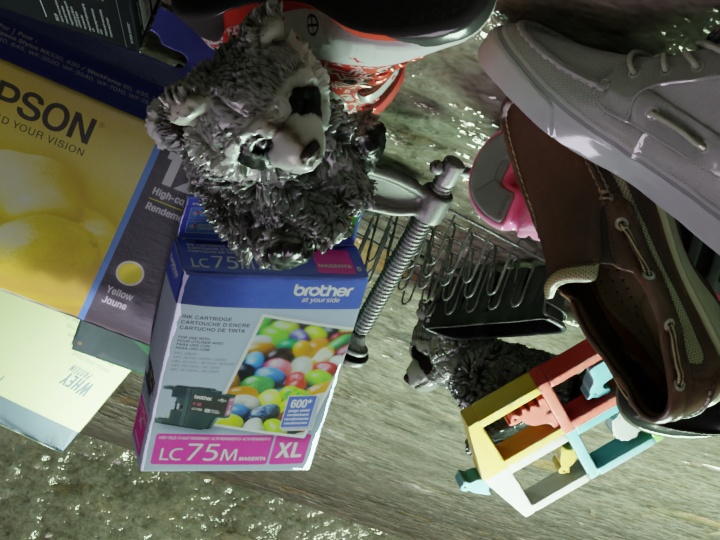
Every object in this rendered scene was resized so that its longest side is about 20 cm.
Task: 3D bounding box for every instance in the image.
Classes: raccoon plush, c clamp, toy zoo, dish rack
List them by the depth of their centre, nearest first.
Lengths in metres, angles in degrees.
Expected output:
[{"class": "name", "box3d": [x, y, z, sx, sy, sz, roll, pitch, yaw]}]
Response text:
[{"class": "raccoon plush", "box3d": [-0.081, -0.077, 0.732, 0.200, 0.097, 0.134, 13, 155, 38]}, {"class": "c clamp", "box3d": [0.000, 0.000, 0.933, 0.171, 0.027, 0.200, 16, 123, -31]}, {"class": "dish rack", "box3d": [0.044, -0.011, 1.073, 0.200, 0.055, 0.153, 27, 160, -28]}, {"class": "toy zoo", "box3d": [0.163, 0.119, 1.136, 0.131, 0.200, 0.020, 58, -176, -41]}, {"class": "raccoon plush", "box3d": [0.137, 0.070, 1.219, 0.199, 0.134, 0.097, -16, 158, -9]}]

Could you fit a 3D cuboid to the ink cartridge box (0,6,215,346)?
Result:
[{"class": "ink cartridge box", "box3d": [-0.159, -0.066, 0.883, 0.197, 0.200, 0.047, 22, -154, -13]}]

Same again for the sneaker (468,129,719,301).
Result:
[{"class": "sneaker", "box3d": [0.165, -0.025, 0.863, 0.200, 0.079, 0.095, 27, 179, 23]}]

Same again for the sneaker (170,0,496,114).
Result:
[{"class": "sneaker", "box3d": [0.007, -0.123, 0.734, 0.201, 0.067, 0.108, 8, 162, 40]}]

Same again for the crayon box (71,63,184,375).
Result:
[{"class": "crayon box", "box3d": [-0.102, -0.021, 0.964, 0.119, 0.200, 0.058, 20, -156, -10]}]

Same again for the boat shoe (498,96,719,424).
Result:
[{"class": "boat shoe", "box3d": [0.129, -0.012, 0.772, 0.203, 0.075, 0.075, 58, 139, 8]}]

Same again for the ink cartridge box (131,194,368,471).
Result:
[{"class": "ink cartridge box", "box3d": [-0.069, 0.044, 0.910, 0.119, 0.042, 0.200, 2, 125, -20]}]

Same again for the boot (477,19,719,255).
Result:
[{"class": "boot", "box3d": [0.156, -0.087, 0.703, 0.200, 0.096, 0.074, 38, -149, 15]}]

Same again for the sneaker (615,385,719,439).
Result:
[{"class": "sneaker", "box3d": [0.279, 0.073, 1.002, 0.199, 0.075, 0.106, -6, 170, 4]}]

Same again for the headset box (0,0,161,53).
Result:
[{"class": "headset box", "box3d": [-0.181, -0.197, 0.634, 0.199, 0.093, 0.174, 17, 164, 2]}]

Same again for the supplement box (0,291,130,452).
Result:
[{"class": "supplement box", "box3d": [-0.245, -0.011, 1.047, 0.200, 0.200, 0.134, 37, -175, -47]}]
